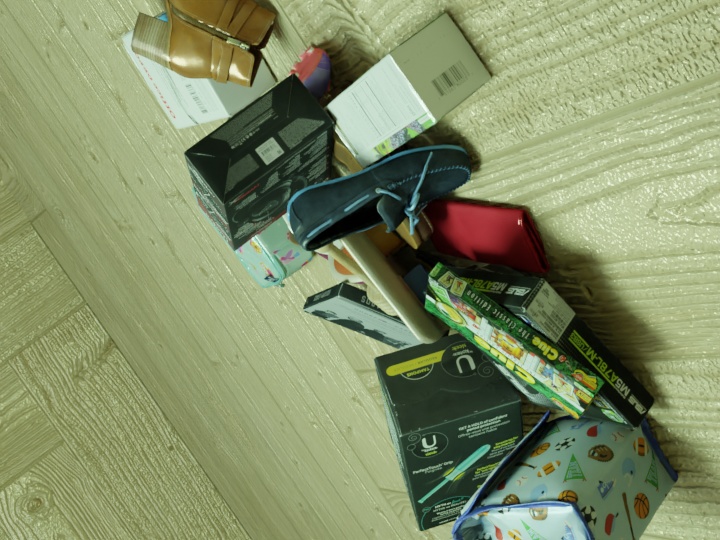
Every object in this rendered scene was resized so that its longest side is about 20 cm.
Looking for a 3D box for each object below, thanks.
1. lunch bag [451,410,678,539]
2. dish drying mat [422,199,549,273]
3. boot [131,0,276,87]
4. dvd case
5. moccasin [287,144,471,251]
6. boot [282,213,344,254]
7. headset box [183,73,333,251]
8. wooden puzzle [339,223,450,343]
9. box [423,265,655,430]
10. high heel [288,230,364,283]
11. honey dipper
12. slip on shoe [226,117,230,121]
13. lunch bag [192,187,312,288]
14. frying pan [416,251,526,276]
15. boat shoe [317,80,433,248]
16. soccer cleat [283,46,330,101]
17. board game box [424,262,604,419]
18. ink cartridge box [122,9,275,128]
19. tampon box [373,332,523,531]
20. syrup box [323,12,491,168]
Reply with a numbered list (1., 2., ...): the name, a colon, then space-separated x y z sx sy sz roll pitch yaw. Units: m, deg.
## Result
1. lunch bag: 0.209 0.238 1.387 0.199 0.170 0.125 -14 111 49
2. dish drying mat: 0.129 -0.041 1.392 0.199 0.018 0.077 14 138 59
3. boot: -0.169 -0.320 1.488 0.153 0.202 0.074 18 -165 7
4. dvd case: 0.017 0.061 1.647 0.149 0.025 0.200 23 168 -12
5. moccasin: 0.025 -0.066 1.330 0.081 0.198 0.069 58 -166 -54
6. boot: -0.077 -0.101 1.566 0.201 0.073 0.090 51 -172 10
7. headset box: -0.108 -0.112 1.422 0.077 0.148 0.200 51 170 9
8. wooden puzzle: 0.050 -0.008 1.484 0.186 0.046 0.200 52 -168 4
9. box: 0.185 0.079 1.350 0.200 0.048 0.192 45 162 -24
10. high heel: -0.005 -0.025 1.614 0.200 0.095 0.068 33 109 53
11. honey dipper: 0.000 0.000 1.458 0.038 0.038 0.200 37 177 35
12. slip on shoe: -0.100 -0.139 1.658 0.200 0.076 0.060 45 -170 24
13. lunch bag: -0.159 -0.066 1.865 0.201 0.077 0.160 55 158 -5
14. frying pan: 0.150 0.024 1.407 0.115 0.031 0.189 49 165 -31
15. boat shoe: 0.023 -0.120 1.414 0.201 0.070 0.070 54 169 5
16. soccer cleat: -0.061 -0.200 1.494 0.076 0.067 0.200 33 159 -10
17. board game box: 0.150 0.073 1.290 0.199 0.024 0.105 36 167 13
18. ink cartridge box: -0.211 -0.271 1.647 0.146 0.084 0.199 60 157 -16
19. tampon box: 0.112 0.190 1.553 0.201 0.148 0.127 78 175 -46
20. syrup box: 0.041 -0.175 1.282 0.082 0.079 0.200 54 159 -4
